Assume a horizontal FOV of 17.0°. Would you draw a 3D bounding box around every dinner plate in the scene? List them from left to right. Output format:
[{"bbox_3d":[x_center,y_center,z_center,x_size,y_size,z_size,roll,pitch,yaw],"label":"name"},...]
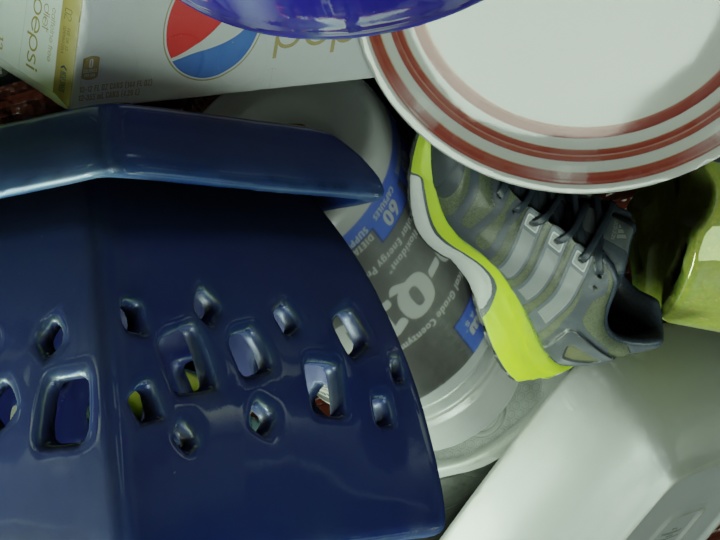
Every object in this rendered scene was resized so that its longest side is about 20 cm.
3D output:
[{"bbox_3d":[0.096,-0.121,1.004,0.199,0.024,0.201,0,123,0],"label":"dinner plate"}]

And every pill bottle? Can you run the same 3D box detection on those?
[{"bbox_3d":[0.000,0.000,1.166,0.114,0.114,0.200,-29,139,9],"label":"pill bottle"}]

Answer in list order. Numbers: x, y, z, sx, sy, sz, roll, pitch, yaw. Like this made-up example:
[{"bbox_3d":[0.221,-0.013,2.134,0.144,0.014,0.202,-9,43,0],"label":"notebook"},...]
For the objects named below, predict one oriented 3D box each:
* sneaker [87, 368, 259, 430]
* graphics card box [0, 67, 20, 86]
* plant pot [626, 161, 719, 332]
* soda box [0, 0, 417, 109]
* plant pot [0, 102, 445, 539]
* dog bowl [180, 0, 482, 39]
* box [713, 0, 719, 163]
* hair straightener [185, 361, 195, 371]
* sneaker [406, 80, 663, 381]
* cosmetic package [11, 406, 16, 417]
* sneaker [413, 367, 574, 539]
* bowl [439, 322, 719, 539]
[{"bbox_3d":[-0.134,0.105,1.225,0.199,0.080,0.131,-19,143,13],"label":"sneaker"},{"bbox_3d":[-0.212,-0.120,0.997,0.199,0.051,0.126,-16,138,-4],"label":"graphics card box"},{"bbox_3d":[0.234,-0.035,1.189,0.183,0.201,0.201,3,135,-10],"label":"plant pot"},{"bbox_3d":[-0.052,-0.116,1.004,0.199,0.064,0.068,-10,119,-38],"label":"soda box"},{"bbox_3d":[-0.103,0.033,0.990,0.199,0.181,0.200,-8,174,38],"label":"plant pot"},{"bbox_3d":[-0.005,-0.184,0.901,0.199,0.200,0.079,-19,141,-2],"label":"dog bowl"},{"bbox_3d":[0.119,-0.154,1.042,0.157,0.050,0.200,19,133,6],"label":"box"},{"bbox_3d":[-0.100,0.050,1.246,0.077,0.041,0.200,-3,145,8],"label":"hair straightener"},{"bbox_3d":[0.082,-0.024,1.117,0.081,0.074,0.200,-7,141,26],"label":"sneaker"},{"bbox_3d":[-0.243,0.059,1.136,0.200,0.104,0.073,-35,138,17],"label":"cosmetic package"},{"bbox_3d":[0.060,0.106,1.345,0.200,0.071,0.099,-38,141,23],"label":"sneaker"},{"bbox_3d":[0.147,0.122,1.331,0.200,0.075,0.200,-9,140,-54],"label":"bowl"}]
